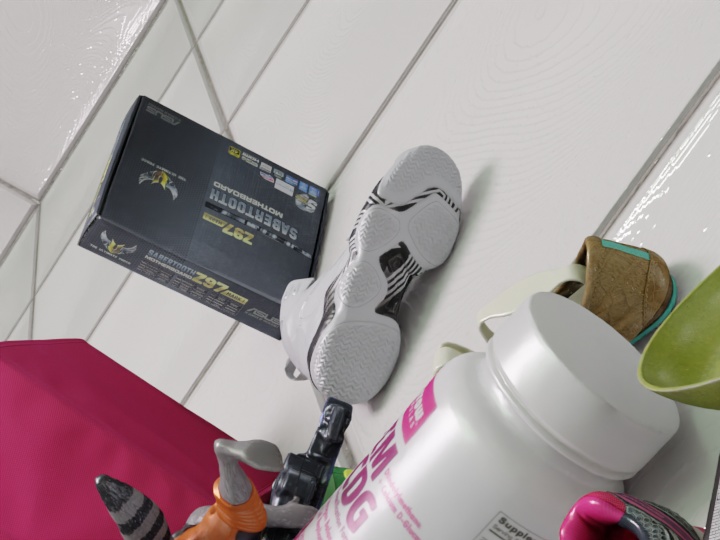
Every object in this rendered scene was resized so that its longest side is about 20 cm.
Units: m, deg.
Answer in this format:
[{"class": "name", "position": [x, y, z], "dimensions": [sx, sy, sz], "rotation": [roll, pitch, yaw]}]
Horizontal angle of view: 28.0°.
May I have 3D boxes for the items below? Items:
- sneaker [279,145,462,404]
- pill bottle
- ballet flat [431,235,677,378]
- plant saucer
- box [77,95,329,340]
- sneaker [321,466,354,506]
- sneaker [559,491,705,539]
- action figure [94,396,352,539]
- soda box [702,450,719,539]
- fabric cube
[{"class": "sneaker", "position": [0.000, 0.000, 1.071], "dimensions": [0.115, 0.075, 0.201], "rotation": [1, 65, 64]}, {"class": "pill bottle", "position": [0.058, 0.114, 0.723], "dimensions": [0.200, 0.113, 0.113], "rotation": [-51, 22, 21]}, {"class": "ballet flat", "position": [0.086, 0.051, 0.805], "dimensions": [0.200, 0.072, 0.068], "rotation": [-47, 23, 31]}, {"class": "plant saucer", "position": [0.201, -0.003, 0.577], "dimensions": [0.200, 0.031, 0.200], "rotation": [-37, 4, 3]}, {"class": "box", "position": [-0.132, -0.047, 1.267], "dimensions": [0.051, 0.199, 0.158], "rotation": [-48, 22, 43]}, {"class": "sneaker", "position": [-0.056, 0.190, 0.930], "dimensions": [0.200, 0.083, 0.074], "rotation": [-51, 22, 23]}, {"class": "sneaker", "position": [0.123, 0.166, 0.557], "dimensions": [0.081, 0.075, 0.200], "rotation": [-52, 22, 19]}, {"class": "action figure", "position": [-0.079, 0.141, 0.800], "dimensions": [0.194, 0.104, 0.201], "rotation": [94, -163, -67]}, {"class": "soda box", "position": [0.211, 0.069, 0.486], "dimensions": [0.200, 0.071, 0.064], "rotation": [-32, 33, 52]}, {"class": "fabric cube", "position": [-0.197, 0.183, 1.014], "dimensions": [0.200, 0.199, 0.196], "rotation": [-58, -7, 3]}]
